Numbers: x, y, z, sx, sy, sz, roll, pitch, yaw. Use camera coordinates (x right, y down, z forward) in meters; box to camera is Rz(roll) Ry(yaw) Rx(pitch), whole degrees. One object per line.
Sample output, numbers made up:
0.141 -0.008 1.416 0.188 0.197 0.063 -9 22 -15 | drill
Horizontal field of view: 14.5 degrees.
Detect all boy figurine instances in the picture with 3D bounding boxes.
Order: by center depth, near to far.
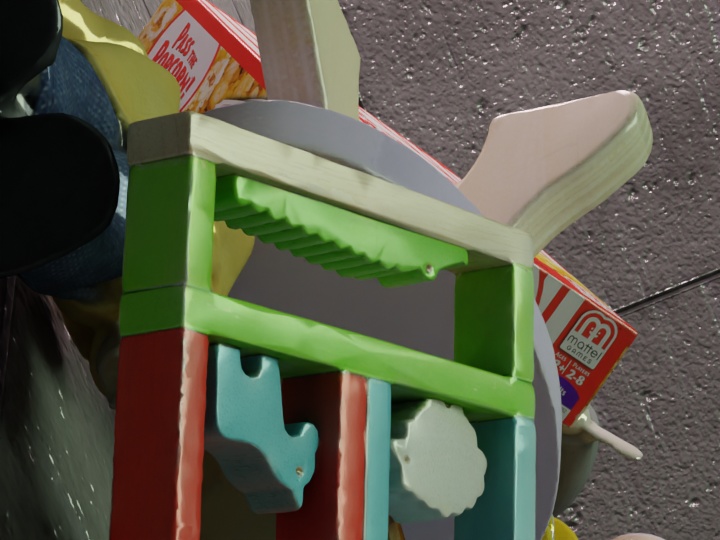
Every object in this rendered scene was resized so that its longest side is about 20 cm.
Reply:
-0.072 -0.022 0.709 0.200 0.064 0.125 51 18 -80 | boy figurine

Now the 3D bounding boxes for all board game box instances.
0.001 -0.028 1.073 0.151 0.046 0.200 33 6 -28 | board game box

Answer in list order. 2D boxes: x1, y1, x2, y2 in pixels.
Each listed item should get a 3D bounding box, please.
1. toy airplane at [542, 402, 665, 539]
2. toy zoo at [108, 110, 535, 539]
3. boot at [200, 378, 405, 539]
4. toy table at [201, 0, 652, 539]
0.061 0.138 1.079 0.199 0.140 0.202 -6 89 -77 | toy airplane
-0.006 0.077 0.631 0.131 0.020 0.201 18 69 -49 | toy zoo
-0.011 0.098 0.750 0.144 0.070 0.203 -67 150 -74 | boot
0.000 0.000 0.883 0.118 0.182 0.201 -83 168 -48 | toy table
